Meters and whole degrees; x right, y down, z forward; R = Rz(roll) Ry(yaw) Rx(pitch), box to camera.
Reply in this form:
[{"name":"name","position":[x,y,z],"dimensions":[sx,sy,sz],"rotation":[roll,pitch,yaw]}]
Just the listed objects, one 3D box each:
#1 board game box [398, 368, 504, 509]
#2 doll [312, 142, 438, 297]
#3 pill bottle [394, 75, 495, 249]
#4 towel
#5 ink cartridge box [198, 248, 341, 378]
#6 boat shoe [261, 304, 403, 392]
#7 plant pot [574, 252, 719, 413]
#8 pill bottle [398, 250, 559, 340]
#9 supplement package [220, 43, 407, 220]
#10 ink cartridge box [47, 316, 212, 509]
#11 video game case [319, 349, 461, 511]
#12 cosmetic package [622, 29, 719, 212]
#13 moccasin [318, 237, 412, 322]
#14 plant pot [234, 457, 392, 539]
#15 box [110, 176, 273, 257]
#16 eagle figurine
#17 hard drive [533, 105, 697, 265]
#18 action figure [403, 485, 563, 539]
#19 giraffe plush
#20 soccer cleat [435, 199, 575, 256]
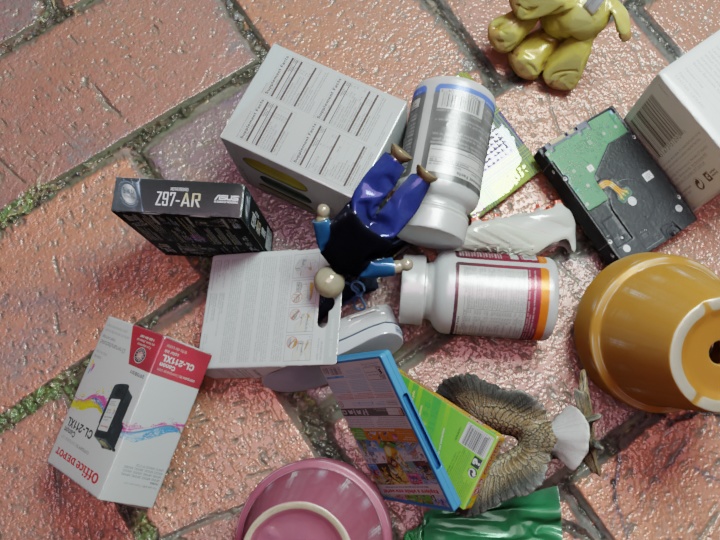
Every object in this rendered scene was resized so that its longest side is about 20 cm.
[{"name":"board game box","position":[0.077,0.199,0.850],"dimensions":[0.199,0.030,0.096],"rotation":[28,95,36]},{"name":"doll","position":[0.011,-0.047,0.816],"dimensions":[0.136,0.049,0.201],"rotation":[36,103,-9]},{"name":"pill bottle","position":[0.107,-0.137,0.886],"dimensions":[0.112,0.114,0.203],"rotation":[11,79,5]},{"name":"towel","position":[0.153,-0.184,0.987],"dimensions":[0.143,0.023,0.201],"rotation":[-36,79,-6]},{"name":"ink cartridge box","position":[-0.113,0.056,0.895],"dimensions":[0.197,0.057,0.165],"rotation":[-2,67,14]},{"name":"boat shoe","position":[-0.041,0.104,0.912],"dimensions":[0.198,0.074,0.066],"rotation":[-18,49,3]},{"name":"plant pot","position":[0.383,0.083,0.805],"dimensions":[0.197,0.183,0.203],"rotation":[0,93,-3]},{"name":"pill bottle","position":[0.152,0.031,0.891],"dimensions":[0.197,0.110,0.111],"rotation":[4,77,4]},{"name":"supplement package","position":[-0.056,-0.172,0.926],"dimensions":[0.198,0.152,0.152],"rotation":[26,78,9]},{"name":"ink cartridge box","position":[-0.293,0.176,0.860],"dimensions":[0.145,0.083,0.202],"rotation":[9,74,41]},{"name":"video game case","position":[0.031,0.193,0.821],"dimensions":[0.018,0.143,0.202],"rotation":[-29,97,-35]},{"name":"cosmetic package","position":[0.494,-0.217,0.905],"dimensions":[0.199,0.165,0.166],"rotation":[-34,78,-4]},{"name":"moccasin","position":[0.000,0.000,0.920],"dimensions":[0.068,0.081,0.200],"rotation":[40,82,16]},{"name":"plant pot","position":[-0.061,0.327,0.796],"dimensions":[0.197,0.179,0.203],"rotation":[-1,78,3]},{"name":"box","position":[-0.209,-0.061,0.884],"dimensions":[0.158,0.200,0.044],"rotation":[3,76,4]},{"name":"eagle figurine","position":[0.191,0.212,0.835],"dimensions":[0.197,0.152,0.153],"rotation":[-5,116,8]},{"name":"hard drive","position":[0.352,-0.115,0.942],"dimensions":[0.139,0.038,0.201],"rotation":[-30,80,-15]},{"name":"action figure","position":[0.151,0.333,0.850],"dimensions":[0.197,0.055,0.120],"rotation":[-4,78,9]},{"name":"giraffe plush","position":[0.296,-0.388,0.967],"dimensions":[0.172,0.199,0.163],"rotation":[37,53,-20]},{"name":"soccer cleat","position":[0.202,-0.039,0.929],"dimensions":[0.197,0.069,0.079],"rotation":[-13,80,-3]}]
